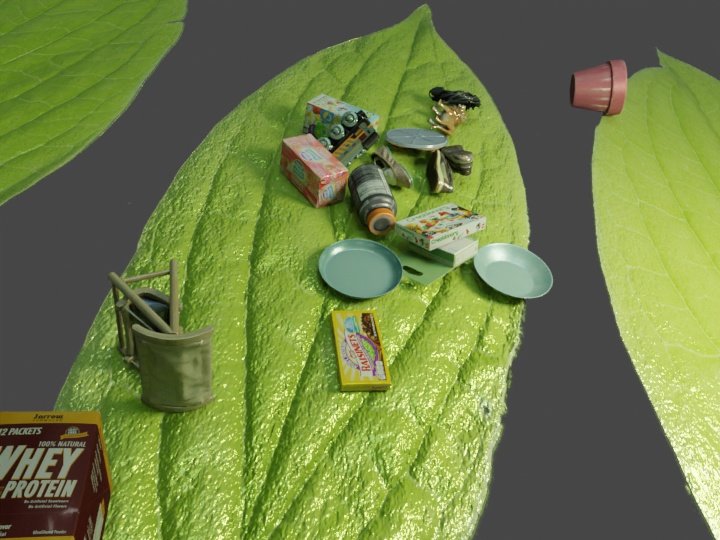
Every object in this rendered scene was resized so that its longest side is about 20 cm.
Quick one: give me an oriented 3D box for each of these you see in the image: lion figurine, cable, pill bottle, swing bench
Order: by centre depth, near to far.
[{"bbox_3d":[-0.351,0.125,1.095,0.129,0.200,0.200,-15,48,-28],"label":"swing bench"},{"bbox_3d":[0.034,-0.181,1.605,0.106,0.107,0.201,-1,43,-15],"label":"pill bottle"},{"bbox_3d":[0.290,-0.496,2.053,0.122,0.072,0.201,35,50,-17],"label":"lion figurine"},{"bbox_3d":[0.337,-0.588,2.135,0.162,0.051,0.200,15,6,-31],"label":"cable"}]

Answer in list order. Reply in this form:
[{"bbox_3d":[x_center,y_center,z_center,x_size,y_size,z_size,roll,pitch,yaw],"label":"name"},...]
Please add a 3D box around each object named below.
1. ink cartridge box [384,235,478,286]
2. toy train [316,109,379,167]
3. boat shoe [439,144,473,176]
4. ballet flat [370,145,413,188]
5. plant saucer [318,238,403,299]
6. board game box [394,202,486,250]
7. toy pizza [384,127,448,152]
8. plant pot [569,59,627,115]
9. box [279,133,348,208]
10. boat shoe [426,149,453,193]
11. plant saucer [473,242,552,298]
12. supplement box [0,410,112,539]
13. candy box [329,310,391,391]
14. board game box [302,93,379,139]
[{"bbox_3d":[0.173,-0.044,1.509,0.145,0.048,0.200,26,39,37],"label":"ink cartridge box"},{"bbox_3d":[-0.041,-0.361,1.746,0.200,0.085,0.114,-44,80,0],"label":"toy train"},{"bbox_3d":[0.286,-0.331,1.866,0.074,0.074,0.200,-8,23,-4],"label":"boat shoe"},{"bbox_3d":[0.084,-0.288,1.781,0.067,0.068,0.200,-22,44,-9],"label":"ballet flat"},{"bbox_3d":[0.000,0.000,1.448,0.199,0.028,0.201,4,43,-4],"label":"plant saucer"},{"bbox_3d":[0.201,-0.112,1.543,0.199,0.035,0.126,-22,35,-33],"label":"board game box"},{"bbox_3d":[0.174,-0.404,1.924,0.199,0.032,0.200,3,28,-2],"label":"toy pizza"},{"bbox_3d":[0.899,-0.693,2.350,0.178,0.201,0.201,0,40,10],"label":"plant pot"},{"bbox_3d":[-0.128,-0.273,1.669,0.094,0.103,0.200,-19,51,-32],"label":"box"},{"bbox_3d":[0.236,-0.283,1.806,0.064,0.073,0.201,20,40,-13],"label":"boat shoe"},{"bbox_3d":[0.374,0.010,1.531,0.200,0.039,0.202,7,41,-6],"label":"plant saucer"},{"bbox_3d":[-0.433,0.332,0.843,0.132,0.198,0.201,2,41,-12],"label":"supplement box"},{"bbox_3d":[-0.003,0.162,1.274,0.102,0.027,0.201,-1,43,-11],"label":"candy box"},{"bbox_3d":[-0.060,-0.443,1.871,0.199,0.103,0.105,25,38,14],"label":"board game box"}]
